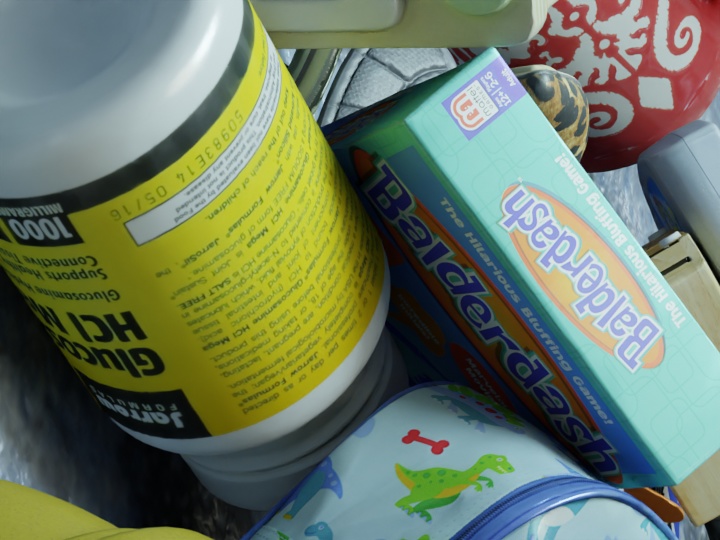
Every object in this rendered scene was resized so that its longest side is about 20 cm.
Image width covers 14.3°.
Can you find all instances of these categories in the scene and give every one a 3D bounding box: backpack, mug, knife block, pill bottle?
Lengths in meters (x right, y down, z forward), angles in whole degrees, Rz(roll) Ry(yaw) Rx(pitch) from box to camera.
[{"bbox_3d":[0.029,0.155,0.950,0.200,0.147,0.183,-48,137,-15],"label":"backpack"},{"bbox_3d":[0.091,-0.156,1.308,0.133,0.178,0.200,55,11,33],"label":"mug"},{"bbox_3d":[0.159,0.070,1.284,0.176,0.064,0.200,58,3,1],"label":"knife block"},{"bbox_3d":[-0.058,-0.012,0.947,0.200,0.112,0.112,60,31,-42],"label":"pill bottle"}]

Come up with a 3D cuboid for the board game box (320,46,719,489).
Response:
[{"bbox_3d":[0.041,0.008,1.018,0.045,0.200,0.152,-39,97,-19],"label":"board game box"}]

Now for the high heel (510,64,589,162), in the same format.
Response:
[{"bbox_3d":[0.067,-0.003,1.224,0.200,0.071,0.143,120,-37,-73],"label":"high heel"}]

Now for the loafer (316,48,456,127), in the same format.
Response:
[{"bbox_3d":[0.000,0.000,1.155,0.072,0.063,0.200,11,70,-22],"label":"loafer"}]

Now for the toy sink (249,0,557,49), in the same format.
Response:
[{"bbox_3d":[0.008,-0.139,0.968,0.200,0.130,0.112,-42,129,-63],"label":"toy sink"}]

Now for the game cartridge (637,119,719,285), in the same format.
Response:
[{"bbox_3d":[0.176,-0.001,1.337,0.133,0.040,0.200,63,2,13],"label":"game cartridge"}]

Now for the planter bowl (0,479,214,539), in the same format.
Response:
[{"bbox_3d":[-0.115,0.113,0.745,0.083,0.200,0.200,50,14,19],"label":"planter bowl"}]

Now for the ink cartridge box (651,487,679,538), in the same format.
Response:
[{"bbox_3d":[0.131,0.119,1.414,0.200,0.044,0.094,-82,163,-47],"label":"ink cartridge box"}]

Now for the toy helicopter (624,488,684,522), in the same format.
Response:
[{"bbox_3d":[0.074,0.102,1.229,0.132,0.079,0.200,-50,129,-37],"label":"toy helicopter"}]

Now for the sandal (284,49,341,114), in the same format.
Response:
[{"bbox_3d":[-0.026,-0.137,1.139,0.080,0.057,0.201,109,-10,-85],"label":"sandal"}]
